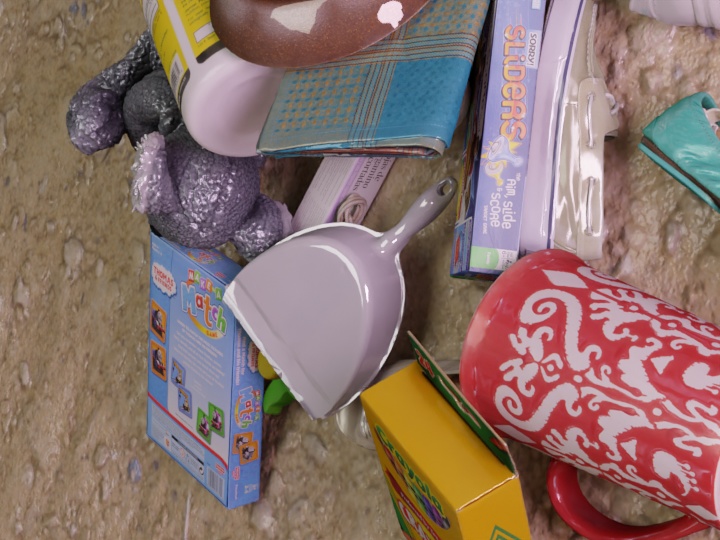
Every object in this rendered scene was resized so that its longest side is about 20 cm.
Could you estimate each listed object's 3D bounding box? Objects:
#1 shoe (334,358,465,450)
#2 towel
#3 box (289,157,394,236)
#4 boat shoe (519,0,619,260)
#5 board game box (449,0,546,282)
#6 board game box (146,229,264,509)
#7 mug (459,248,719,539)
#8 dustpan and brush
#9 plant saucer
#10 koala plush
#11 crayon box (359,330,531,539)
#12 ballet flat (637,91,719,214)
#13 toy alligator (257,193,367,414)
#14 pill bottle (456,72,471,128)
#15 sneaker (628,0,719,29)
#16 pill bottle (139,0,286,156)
[{"bbox_3d":[0.041,0.097,1.264,0.200,0.053,0.070,-14,72,47],"label":"shoe"},{"bbox_3d":[0.019,-0.161,1.166,0.146,0.022,0.201,1,59,30],"label":"towel"},{"bbox_3d":[-0.023,-0.049,1.379,0.041,0.039,0.201,47,118,42],"label":"box"},{"bbox_3d":[0.150,-0.102,1.177,0.072,0.062,0.201,37,-120,-85],"label":"boat shoe"},{"bbox_3d":[0.096,-0.094,1.193,0.135,0.034,0.201,147,129,-87],"label":"board game box"},{"bbox_3d":[-0.134,0.080,1.440,0.151,0.036,0.201,32,126,49],"label":"board game box"},{"bbox_3d":[0.186,0.091,1.070,0.200,0.178,0.133,23,62,45],"label":"mug"},{"bbox_3d":[0.000,0.000,1.286,0.140,0.057,0.200,52,120,18],"label":"dustpan and brush"},{"bbox_3d":[-0.025,-0.231,1.197,0.200,0.037,0.201,-14,51,18],"label":"plant saucer"},{"bbox_3d":[-0.134,-0.096,1.391,0.184,0.177,0.200,-44,32,27],"label":"koala plush"},{"bbox_3d":[0.062,0.150,1.138,0.127,0.051,0.200,48,161,43],"label":"crayon box"},{"bbox_3d":[0.251,-0.047,1.042,0.070,0.067,0.200,-48,50,14],"label":"ballet flat"},{"bbox_3d":[-0.028,0.038,1.352,0.054,0.059,0.201,41,114,45],"label":"toy alligator"},{"bbox_3d":[0.031,-0.202,1.273,0.111,0.111,0.201,-31,44,42],"label":"pill bottle"},{"bbox_3d":[0.191,-0.249,1.072,0.088,0.075,0.201,9,122,32],"label":"sneaker"},{"bbox_3d":[-0.107,-0.194,1.306,0.113,0.112,0.200,-49,47,32],"label":"pill bottle"}]
